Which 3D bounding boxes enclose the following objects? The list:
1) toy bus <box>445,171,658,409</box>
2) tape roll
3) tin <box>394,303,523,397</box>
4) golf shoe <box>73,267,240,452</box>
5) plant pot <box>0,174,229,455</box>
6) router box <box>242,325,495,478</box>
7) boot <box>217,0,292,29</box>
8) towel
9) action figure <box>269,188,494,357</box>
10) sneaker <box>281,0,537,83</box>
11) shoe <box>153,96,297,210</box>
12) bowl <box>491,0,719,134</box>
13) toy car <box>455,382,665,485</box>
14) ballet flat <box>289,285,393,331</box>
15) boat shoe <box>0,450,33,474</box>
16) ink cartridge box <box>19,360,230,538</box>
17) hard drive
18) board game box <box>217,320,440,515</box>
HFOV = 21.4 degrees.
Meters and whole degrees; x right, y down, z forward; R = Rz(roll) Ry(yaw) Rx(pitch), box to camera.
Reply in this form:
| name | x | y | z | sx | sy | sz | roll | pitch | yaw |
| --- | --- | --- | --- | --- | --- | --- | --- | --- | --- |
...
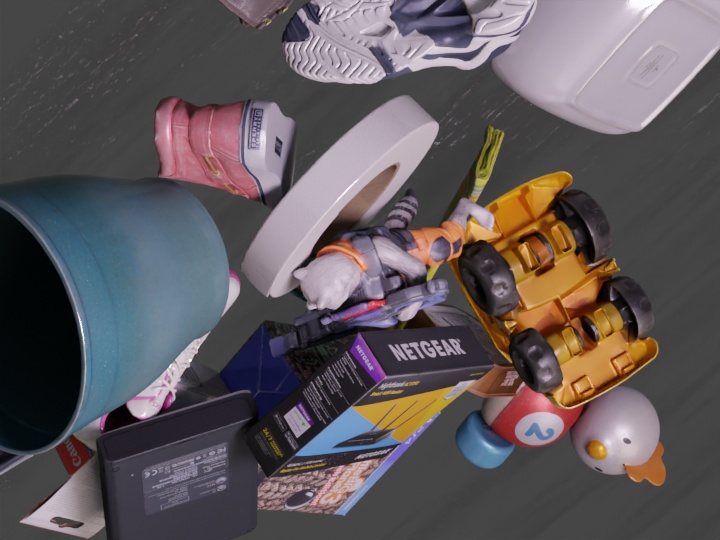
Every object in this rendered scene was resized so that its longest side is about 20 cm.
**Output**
| name | x | y | z | sx | sy | sz | roll | pitch | yaw |
| --- | --- | --- | --- | --- | --- | --- | --- | --- | --- |
| toy bus | 0.163 | 0.029 | 1.799 | 0.135 | 0.200 | 0.192 | -29 | 179 | -18 |
| tape roll | -0.017 | -0.060 | 1.576 | 0.203 | 0.037 | 0.203 | -44 | 173 | -7 |
| tin | 0.102 | 0.076 | 1.857 | 0.042 | 0.112 | 0.200 | -59 | 162 | 8 |
| golf shoe | -0.173 | 0.079 | 1.645 | 0.200 | 0.092 | 0.075 | -40 | 147 | 7 |
| plant pot | -0.207 | 0.013 | 1.441 | 0.188 | 0.200 | 0.200 | -23 | 150 | -46 |
| router box | 0.010 | 0.112 | 1.661 | 0.149 | 0.051 | 0.200 | -42 | 161 | 24 |
| boot | -0.023 | -0.239 | 1.390 | 0.174 | 0.069 | 0.200 | -40 | 145 | 19 |
| towel | 0.077 | -0.036 | 1.746 | 0.200 | 0.018 | 0.086 | -62 | -177 | 38 |
| action figure | 0.000 | 0.000 | 1.624 | 0.200 | 0.105 | 0.193 | -21 | 180 | 33 |
| sneaker | 0.045 | -0.186 | 1.496 | 0.199 | 0.080 | 0.130 | -21 | 170 | 9 |
| shoe | -0.104 | -0.095 | 1.501 | 0.091 | 0.072 | 0.200 | 6 | 172 | 6 |
| bowl | 0.236 | -0.202 | 1.665 | 0.200 | 0.075 | 0.199 | -48 | 147 | 18 |
| toy car | 0.240 | 0.158 | 2.002 | 0.185 | 0.200 | 0.177 | -54 | 170 | 35 |
| ballet flat | -0.006 | 0.020 | 1.747 | 0.063 | 0.069 | 0.200 | -49 | 149 | 4 |
| boat shoe | -0.344 | 0.166 | 1.618 | 0.201 | 0.072 | 0.070 | -34 | 149 | -1 |
| ink cartridge box | -0.220 | 0.160 | 1.751 | 0.200 | 0.050 | 0.109 | -41 | 149 | 13 |
| hard drive | -0.158 | 0.191 | 1.686 | 0.139 | 0.033 | 0.200 | -17 | 145 | -16 |
| board game box | -0.053 | 0.146 | 1.843 | 0.200 | 0.097 | 0.160 | 12 | 127 | -50 |
